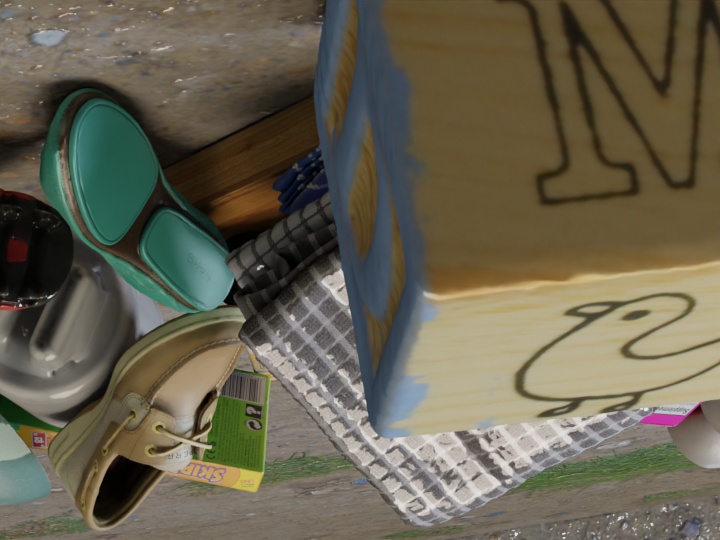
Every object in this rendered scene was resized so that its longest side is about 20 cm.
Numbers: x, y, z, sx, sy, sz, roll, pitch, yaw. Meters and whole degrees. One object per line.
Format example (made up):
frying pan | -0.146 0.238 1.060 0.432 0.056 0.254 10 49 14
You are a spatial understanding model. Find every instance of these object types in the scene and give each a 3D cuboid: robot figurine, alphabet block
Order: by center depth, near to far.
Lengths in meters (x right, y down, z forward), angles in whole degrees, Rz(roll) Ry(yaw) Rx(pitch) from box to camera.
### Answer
alphabet block | 0.095 -0.052 1.055 0.199 0.197 0.196 -7 159 -8
robot figurine | -0.187 0.039 1.477 0.169 0.113 0.200 25 171 10

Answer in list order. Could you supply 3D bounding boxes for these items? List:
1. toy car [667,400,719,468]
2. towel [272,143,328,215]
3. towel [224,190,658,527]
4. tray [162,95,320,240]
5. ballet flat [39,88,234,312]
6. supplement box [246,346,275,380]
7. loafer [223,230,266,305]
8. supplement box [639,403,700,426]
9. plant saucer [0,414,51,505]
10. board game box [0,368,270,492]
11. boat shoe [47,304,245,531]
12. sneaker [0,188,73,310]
toy car | 0.228 0.045 1.622 0.149 0.176 0.200 -4 167 -9
towel | 0.063 -0.077 1.255 0.200 0.024 0.144 -34 153 35
towel | 0.044 0.037 1.250 0.165 0.086 0.200 -29 121 22
tray | -0.051 -0.051 1.359 0.098 0.037 0.200 4 161 -43
ballet flat | -0.138 -0.038 1.273 0.070 0.068 0.200 20 161 32
supplement box | -0.021 0.017 1.573 0.125 0.074 0.200 -8 166 0
loafer | 0.000 0.000 1.345 0.200 0.068 0.071 8 146 24
supplement box | 0.204 -0.008 1.384 0.200 0.101 0.103 -45 149 24
plant saucer | -0.291 0.094 1.529 0.036 0.200 0.200 -49 180 -21
board game box | -0.162 0.091 1.575 0.199 0.096 0.030 14 130 -10
boat shoe | -0.120 0.091 1.403 0.074 0.067 0.200 -5 151 -37
sneaker | -0.260 -0.025 1.254 0.200 0.071 0.098 15 175 -31
